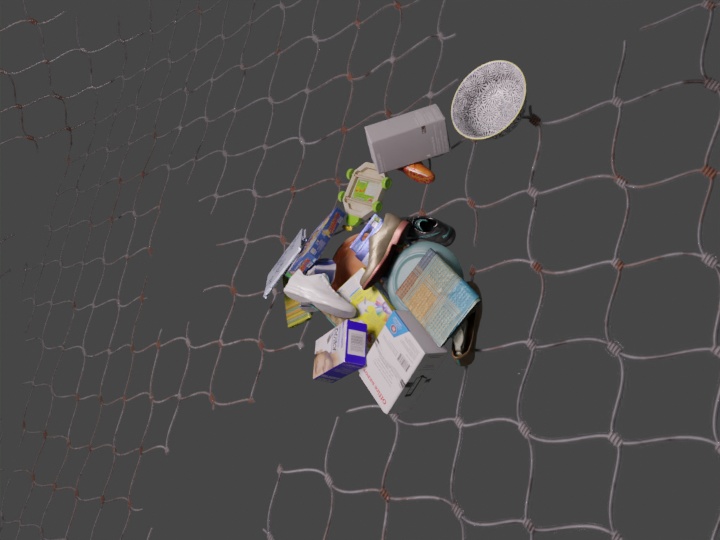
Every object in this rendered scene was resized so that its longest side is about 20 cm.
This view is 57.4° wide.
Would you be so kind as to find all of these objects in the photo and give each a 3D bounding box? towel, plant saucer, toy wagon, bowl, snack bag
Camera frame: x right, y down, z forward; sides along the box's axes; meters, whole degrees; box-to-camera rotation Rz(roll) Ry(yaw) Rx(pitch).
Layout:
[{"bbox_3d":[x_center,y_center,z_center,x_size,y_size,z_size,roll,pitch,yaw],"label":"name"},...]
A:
[{"bbox_3d":[-0.187,0.064,1.926,0.086,0.018,0.202,-24,60,27],"label":"towel"},{"bbox_3d":[0.150,0.029,1.594,0.198,0.036,0.202,-1,87,24],"label":"plant saucer"},{"bbox_3d":[0.005,-0.202,1.839,0.154,0.039,0.202,21,90,43],"label":"toy wagon"},{"bbox_3d":[0.328,-0.394,1.594,0.199,0.094,0.203,-14,66,36],"label":"bowl"},{"bbox_3d":[-0.214,-0.024,1.898,0.189,0.021,0.200,-52,14,12],"label":"snack bag"},{"bbox_3d":[0.000,0.000,1.774,0.199,0.037,0.202,-15,66,37],"label":"plant saucer"},{"bbox_3d":[0.176,0.060,1.516,0.147,0.022,0.200,-52,48,14],"label":"towel"}]

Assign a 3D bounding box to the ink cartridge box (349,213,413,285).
[{"bbox_3d":[0.072,-0.039,1.670,0.200,0.042,0.120,42,104,15],"label":"ink cartridge box"}]

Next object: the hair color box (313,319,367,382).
[{"bbox_3d":[-0.054,0.209,1.673,0.200,0.064,0.110,139,139,-57],"label":"hair color box"}]

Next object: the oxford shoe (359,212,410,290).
[{"bbox_3d":[0.045,-0.047,1.625,0.074,0.070,0.201,32,93,16],"label":"oxford shoe"}]

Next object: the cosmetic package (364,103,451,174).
[{"bbox_3d":[0.119,-0.335,1.681,0.198,0.107,0.091,-21,44,0],"label":"cosmetic package"}]

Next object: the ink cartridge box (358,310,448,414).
[{"bbox_3d":[0.097,0.216,1.554,0.146,0.084,0.201,53,127,38],"label":"ink cartridge box"}]

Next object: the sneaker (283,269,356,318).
[{"bbox_3d":[-0.094,0.053,1.683,0.198,0.075,0.089,22,69,14],"label":"sneaker"}]

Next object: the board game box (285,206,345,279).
[{"bbox_3d":[-0.123,-0.072,1.802,0.135,0.034,0.201,-40,16,46],"label":"board game box"}]

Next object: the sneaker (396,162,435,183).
[{"bbox_3d":[0.130,-0.292,1.745,0.077,0.073,0.200,-51,52,1],"label":"sneaker"}]

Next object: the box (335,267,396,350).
[{"bbox_3d":[0.030,0.105,1.677,0.117,0.048,0.201,-42,69,24],"label":"box"}]

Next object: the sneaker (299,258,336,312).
[{"bbox_3d":[-0.129,0.015,1.819,0.200,0.080,0.116,116,154,-49],"label":"sneaker"}]

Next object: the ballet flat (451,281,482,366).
[{"bbox_3d":[0.237,0.117,1.506,0.067,0.072,0.202,3,76,29],"label":"ballet flat"}]

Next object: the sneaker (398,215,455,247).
[{"bbox_3d":[0.146,-0.113,1.657,0.199,0.079,0.076,10,72,42],"label":"sneaker"}]

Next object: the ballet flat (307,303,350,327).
[{"bbox_3d":[-0.081,0.093,1.745,0.199,0.071,0.065,38,99,0],"label":"ballet flat"}]
